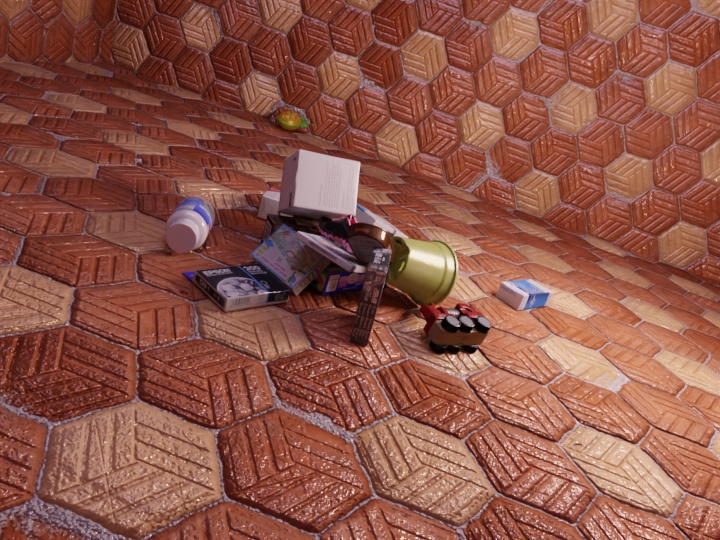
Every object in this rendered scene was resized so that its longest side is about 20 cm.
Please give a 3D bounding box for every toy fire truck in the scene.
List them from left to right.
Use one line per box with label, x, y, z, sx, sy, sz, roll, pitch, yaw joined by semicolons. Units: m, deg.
toy fire truck;0.224;0.133;1.602;0.174;0.130;0.201;4;36;-33

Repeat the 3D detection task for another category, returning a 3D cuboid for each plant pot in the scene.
plant pot;0.145;-0.011;1.690;0.183;0.202;0.200;17;17;-42

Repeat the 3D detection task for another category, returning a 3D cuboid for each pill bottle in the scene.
pill bottle;-0.468;-0.123;1.619;0.110;0.113;0.201;14;22;-10

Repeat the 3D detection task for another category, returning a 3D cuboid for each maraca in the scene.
maraca;-0.403;-0.885;3.505;0.198;0.108;0.138;-4;45;-35

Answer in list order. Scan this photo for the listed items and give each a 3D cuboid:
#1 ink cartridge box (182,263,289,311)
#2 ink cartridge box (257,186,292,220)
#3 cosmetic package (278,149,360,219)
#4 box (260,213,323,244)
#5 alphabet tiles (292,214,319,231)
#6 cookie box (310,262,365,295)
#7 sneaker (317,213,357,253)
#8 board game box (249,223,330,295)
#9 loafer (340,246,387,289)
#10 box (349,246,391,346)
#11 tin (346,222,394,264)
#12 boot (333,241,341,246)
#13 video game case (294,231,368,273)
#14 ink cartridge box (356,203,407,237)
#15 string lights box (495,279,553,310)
ink cartridge box;-0.311;0.027;1.486;0.199;0.044;0.197;33;26;35
ink cartridge box;-0.241;-0.211;2.058;0.197;0.084;0.147;17;21;-3
cosmetic package;-0.126;-0.248;1.770;0.197;0.168;0.165;8;-5;-23
box;-0.198;-0.107;1.822;0.198;0.101;0.075;6;24;-31
alphabet tiles;-0.134;-0.157;1.851;0.164;0.006;0.200;8;23;-23
cookie box;-0.104;-0.017;1.716;0.199;0.076;0.170;35;26;35
sneaker;-0.046;-0.125;1.709;0.078;0.097;0.199;-8;32;-46
board game box;-0.194;-0.033;1.628;0.134;0.034;0.199;-43;54;-17
loafer;0.000;0.000;1.796;0.199;0.072;0.063;39;9;29
box;0.026;0.061;1.465;0.049;0.203;0.158;15;20;2
tin;0.026;-0.065;1.556;0.110;0.042;0.200;13;-19;18
boot;-0.044;-0.112;2.000;0.089;0.074;0.200;16;20;-23
video game case;-0.067;-0.047;1.606;0.181;0.023;0.200;32;7;15
ink cartridge box;0.051;-0.143;2.053;0.199;0.084;0.145;23;14;-48
string lights box;0.572;0.082;2.063;0.198;0.060;0.102;-3;29;-43
